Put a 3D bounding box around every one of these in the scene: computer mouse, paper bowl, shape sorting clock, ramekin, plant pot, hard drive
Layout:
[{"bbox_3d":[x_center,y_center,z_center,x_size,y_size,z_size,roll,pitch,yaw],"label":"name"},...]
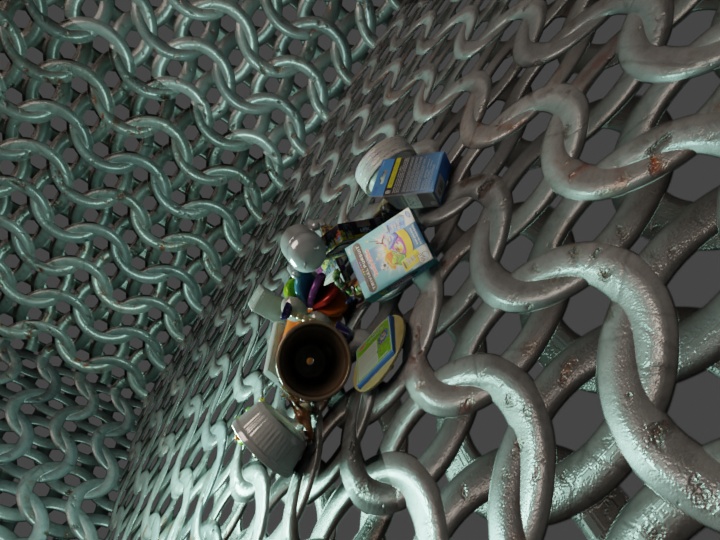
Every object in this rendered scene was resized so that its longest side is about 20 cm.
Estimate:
[{"bbox_3d":[0.103,-0.072,1.447,0.052,0.137,0.204,-21,52,54],"label":"computer mouse"},{"bbox_3d":[0.090,-0.306,1.711,0.199,0.105,0.201,-33,-19,-13],"label":"paper bowl"},{"bbox_3d":[0.045,0.197,1.319,0.200,0.039,0.202,-49,23,29],"label":"shape sorting clock"},{"bbox_3d":[-0.226,0.423,1.423,0.094,0.202,0.202,-48,20,-9],"label":"ramekin"},{"bbox_3d":[-0.131,0.241,1.482,0.203,0.198,0.175,-63,6,-13],"label":"plant pot"},{"bbox_3d":[-0.234,0.270,1.712,0.026,0.132,0.202,-27,34,22],"label":"hard drive"}]

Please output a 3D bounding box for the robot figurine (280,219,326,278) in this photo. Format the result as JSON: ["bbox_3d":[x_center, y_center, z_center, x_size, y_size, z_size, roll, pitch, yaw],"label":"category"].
[{"bbox_3d":[-0.161,-0.064,1.568,0.172,0.111,0.200,-68,24,10],"label":"robot figurine"}]

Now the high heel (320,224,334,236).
[{"bbox_3d":[-0.114,-0.044,1.840,0.203,0.141,0.071,-63,23,-12],"label":"high heel"}]

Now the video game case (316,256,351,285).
[{"bbox_3d":[-0.124,0.026,1.793,0.200,0.035,0.183,-44,61,34],"label":"video game case"}]

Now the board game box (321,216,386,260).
[{"bbox_3d":[-0.033,-0.094,1.677,0.165,0.198,0.058,-31,77,47],"label":"board game box"}]

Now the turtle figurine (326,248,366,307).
[{"bbox_3d":[0.000,0.000,1.516,0.193,0.142,0.204,6,84,56],"label":"turtle figurine"}]

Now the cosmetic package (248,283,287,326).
[{"bbox_3d":[-0.273,0.135,1.883,0.091,0.199,0.107,-57,19,-3],"label":"cosmetic package"}]

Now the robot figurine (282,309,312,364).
[{"bbox_3d":[-0.181,0.211,1.697,0.143,0.116,0.202,-37,30,38],"label":"robot figurine"}]

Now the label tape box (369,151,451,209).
[{"bbox_3d":[0.140,-0.247,1.547,0.197,0.063,0.146,-1,56,33],"label":"label tape box"}]

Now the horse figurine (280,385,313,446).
[{"bbox_3d":[-0.165,0.364,1.487,0.050,0.134,0.200,-34,14,-4],"label":"horse figurine"}]

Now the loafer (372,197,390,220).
[{"bbox_3d":[0.101,-0.206,1.671,0.199,0.075,0.069,-29,41,52],"label":"loafer"}]

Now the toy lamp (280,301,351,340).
[{"bbox_3d":[-0.121,0.146,1.540,0.058,0.197,0.059,21,-89,-89],"label":"toy lamp"}]

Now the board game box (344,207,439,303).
[{"bbox_3d":[0.074,-0.037,1.375,0.198,0.047,0.153,-32,64,16],"label":"board game box"}]

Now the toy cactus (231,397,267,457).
[{"bbox_3d":[-0.320,0.495,1.697,0.200,0.101,0.166,-47,43,22],"label":"toy cactus"}]

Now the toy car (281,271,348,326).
[{"bbox_3d":[-0.125,0.074,1.618,0.151,0.198,0.176,-57,4,46],"label":"toy car"}]
